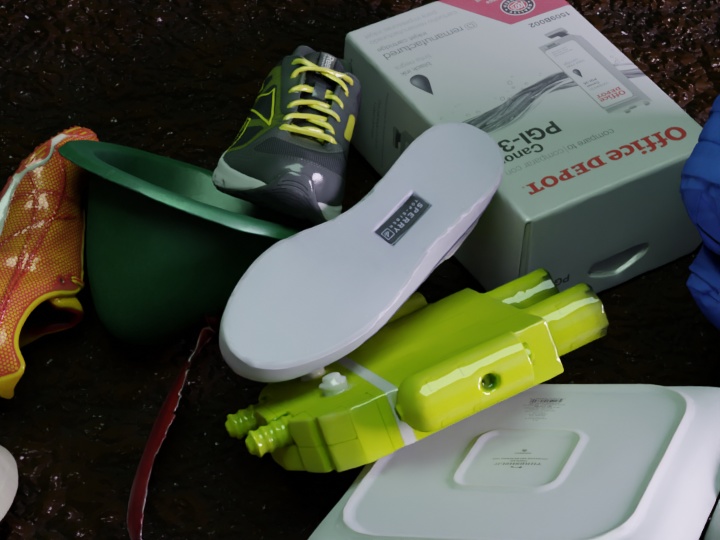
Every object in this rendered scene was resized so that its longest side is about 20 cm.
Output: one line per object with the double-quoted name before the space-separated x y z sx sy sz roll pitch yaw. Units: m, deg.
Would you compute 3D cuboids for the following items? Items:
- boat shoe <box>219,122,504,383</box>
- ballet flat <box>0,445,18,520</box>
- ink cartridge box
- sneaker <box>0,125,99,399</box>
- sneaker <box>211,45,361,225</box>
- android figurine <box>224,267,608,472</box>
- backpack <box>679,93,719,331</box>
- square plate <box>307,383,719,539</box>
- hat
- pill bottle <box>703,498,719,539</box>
"boat shoe" 0.000 0.000 1.134 0.071 0.070 0.200 38 61 14
"ballet flat" -0.217 0.117 1.030 0.069 0.070 0.200 7 27 5
"ink cartridge box" 0.100 -0.080 1.269 0.146 0.083 0.200 -22 49 -24
"sneaker" -0.187 -0.003 1.206 0.077 0.073 0.200 27 49 -6
"sneaker" -0.038 -0.084 1.209 0.074 0.085 0.200 19 12 -9
"android figurine" 0.026 0.052 1.109 0.199 0.041 0.182 -22 13 -11
"backpack" 0.259 -0.026 1.121 0.162 0.200 0.168 22 82 24
"square plate" 0.079 0.104 1.043 0.199 0.029 0.198 -1 26 26
"hat" -0.120 0.034 1.191 0.165 0.177 0.200 21 8 19
"pill bottle" 0.268 0.159 1.008 0.199 0.111 0.111 25 48 22
